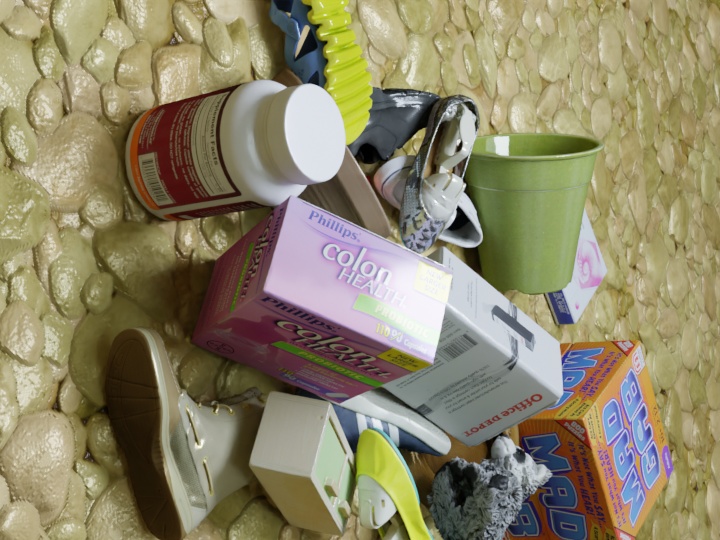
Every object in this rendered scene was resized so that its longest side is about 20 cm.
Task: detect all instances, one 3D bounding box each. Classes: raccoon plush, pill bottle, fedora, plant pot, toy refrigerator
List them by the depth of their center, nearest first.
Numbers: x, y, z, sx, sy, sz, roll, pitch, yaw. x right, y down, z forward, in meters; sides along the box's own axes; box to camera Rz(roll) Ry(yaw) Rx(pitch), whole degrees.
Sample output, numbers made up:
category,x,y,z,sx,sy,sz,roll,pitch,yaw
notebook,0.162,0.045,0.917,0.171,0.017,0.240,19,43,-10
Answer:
category,x,y,z,sx,sy,sz,roll,pitch,yaw
pill bottle,-0.114,-0.111,1.037,0.112,0.198,0.115,9,79,-51
toy refrigerator,-0.048,0.197,1.122,0.201,0.069,0.077,75,27,-60
plant pot,-0.058,-0.097,1.160,0.092,0.201,0.202,-34,119,-5
raccoon plush,0.142,0.288,1.282,0.133,0.096,0.203,10,99,-49
fedora,0.101,0.202,1.357,0.198,0.081,0.204,6,79,-34
plant pot,0.222,-0.075,1.507,0.199,0.198,0.193,-21,115,-51

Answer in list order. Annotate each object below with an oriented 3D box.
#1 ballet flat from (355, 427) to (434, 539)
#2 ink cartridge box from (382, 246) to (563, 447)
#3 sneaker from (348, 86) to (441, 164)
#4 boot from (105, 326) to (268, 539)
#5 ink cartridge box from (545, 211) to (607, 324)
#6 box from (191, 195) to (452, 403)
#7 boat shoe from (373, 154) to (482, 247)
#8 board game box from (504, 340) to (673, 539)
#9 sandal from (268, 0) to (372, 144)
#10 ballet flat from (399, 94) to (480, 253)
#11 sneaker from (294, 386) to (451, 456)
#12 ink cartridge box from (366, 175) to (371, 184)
category,x,y,z,sx,sy,sz,roll,pitch,yaw
ballet flat,0.034,0.266,1.182,0.067,0.066,0.202,-34,109,-35
ink cartridge box,0.105,0.089,1.225,0.199,0.144,0.084,38,38,-26
sneaker,0.028,-0.174,1.347,0.198,0.075,0.092,-7,100,-45
boot,-0.153,0.131,1.060,0.155,0.072,0.203,-26,108,-50
ink cartridge box,0.320,-0.055,1.725,0.200,0.043,0.198,-49,123,-42
box,-0.041,0.036,1.070,0.174,0.200,0.098,24,64,-19
boat shoe,0.093,-0.081,1.392,0.199,0.074,0.066,20,33,-49
board game box,0.270,0.232,1.494,0.200,0.198,0.203,-39,116,-47
sandal,-0.046,-0.234,1.231,0.079,0.086,0.203,-19,99,-52
ballet flat,0.097,-0.119,1.317,0.072,0.071,0.203,34,65,-45
sneaker,0.006,0.174,1.235,0.198,0.075,0.085,27,103,-23
ink cartridge box,0.000,0.000,1.295,0.161,0.050,0.204,-20,105,-52
